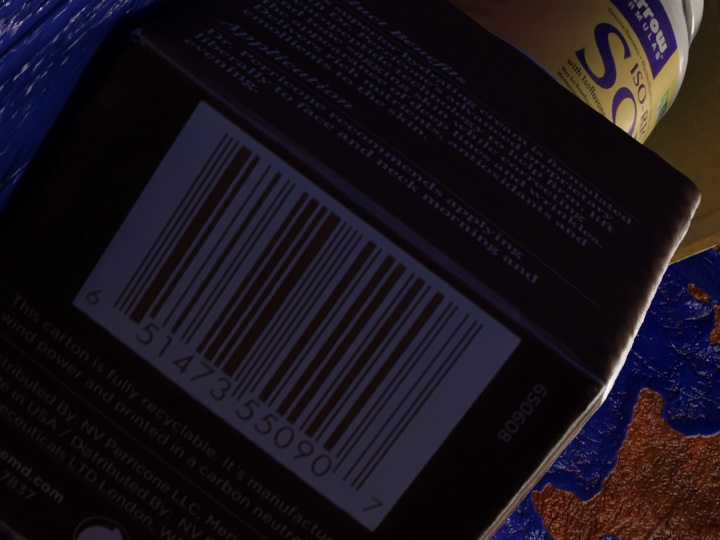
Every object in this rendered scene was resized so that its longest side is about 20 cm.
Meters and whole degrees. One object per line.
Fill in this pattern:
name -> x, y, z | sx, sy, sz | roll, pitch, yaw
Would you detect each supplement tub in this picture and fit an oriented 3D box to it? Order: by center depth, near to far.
supplement tub -> 0.080, -0.097, 0.959 | 0.200, 0.145, 0.145 | -51, 177, -36

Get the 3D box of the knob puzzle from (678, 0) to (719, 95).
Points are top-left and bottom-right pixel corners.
knob puzzle -> 0.184, -0.185, 1.115 | 0.030, 0.220, 0.220 | 12, 120, -54

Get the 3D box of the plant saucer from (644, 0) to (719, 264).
plant saucer -> 0.146, -0.087, 1.080 | 0.200, 0.200, 0.048 | -24, 160, 31

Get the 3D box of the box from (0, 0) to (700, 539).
box -> -0.012, 0.013, 0.612 | 0.164, 0.166, 0.200 | -55, 176, 24
